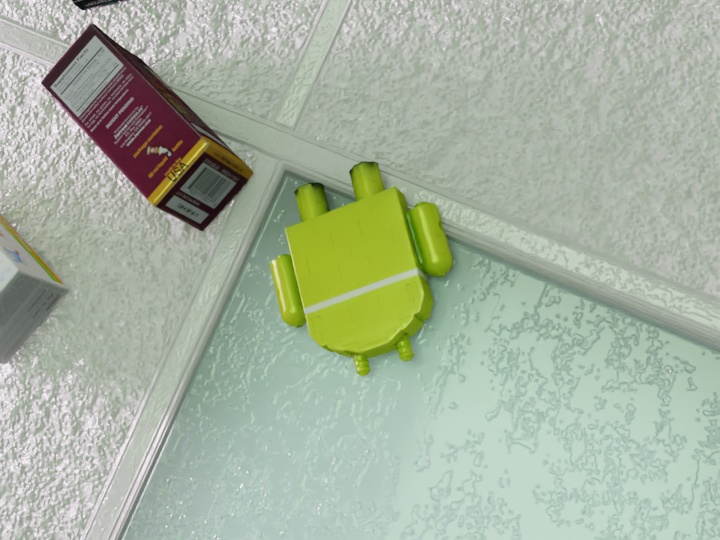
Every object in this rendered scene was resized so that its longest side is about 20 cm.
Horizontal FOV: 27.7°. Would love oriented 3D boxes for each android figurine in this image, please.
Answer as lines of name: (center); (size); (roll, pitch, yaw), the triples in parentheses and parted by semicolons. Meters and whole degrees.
android figurine: (0.000, 0.000, 1.415); (0.181, 0.041, 0.201); (-21, 71, 14)

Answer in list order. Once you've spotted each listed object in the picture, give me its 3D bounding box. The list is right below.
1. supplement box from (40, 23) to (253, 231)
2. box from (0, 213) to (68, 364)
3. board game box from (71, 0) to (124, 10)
supplement box: (-0.218, -0.145, 1.489); (0.086, 0.110, 0.200); (-47, 67, 5)
box: (-0.423, -0.014, 1.538); (0.200, 0.101, 0.113); (43, 94, 23)
board game box: (-0.257, -0.396, 1.605); (0.134, 0.028, 0.202); (-10, 74, 17)
